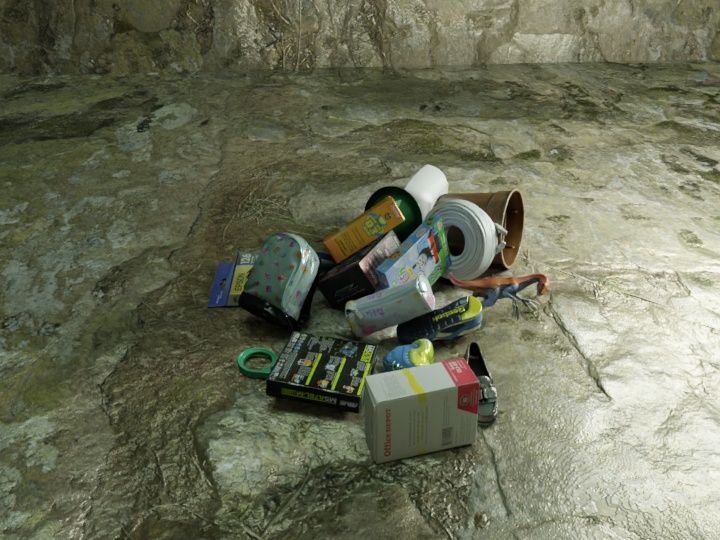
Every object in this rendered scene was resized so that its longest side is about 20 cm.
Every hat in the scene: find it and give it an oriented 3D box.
[{"bbox_3d":[0.034,-0.099,1.879,0.166,0.200,0.176,49,36,7],"label":"hat"}]

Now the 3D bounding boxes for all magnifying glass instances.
[{"bbox_3d":[-0.171,0.210,1.586,0.198,0.023,0.079,21,37,27],"label":"magnifying glass"}]

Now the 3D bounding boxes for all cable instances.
[{"bbox_3d":[0.236,-0.071,1.863,0.200,0.201,0.069,45,32,21],"label":"cable"}]

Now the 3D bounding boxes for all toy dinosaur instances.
[{"bbox_3d":[0.327,0.044,1.719,0.181,0.200,0.105,-40,10,21],"label":"toy dinosaur"}]

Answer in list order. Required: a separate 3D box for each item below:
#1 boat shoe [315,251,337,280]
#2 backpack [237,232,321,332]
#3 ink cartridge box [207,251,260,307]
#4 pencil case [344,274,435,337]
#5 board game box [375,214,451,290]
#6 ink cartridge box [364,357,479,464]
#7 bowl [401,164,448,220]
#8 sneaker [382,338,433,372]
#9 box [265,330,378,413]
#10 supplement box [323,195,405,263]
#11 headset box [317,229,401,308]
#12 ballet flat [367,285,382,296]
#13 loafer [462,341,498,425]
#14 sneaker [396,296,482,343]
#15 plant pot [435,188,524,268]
[{"bbox_3d":[-0.116,-0.005,1.877,0.198,0.073,0.072,8,17,-40],"label":"boat shoe"},{"bbox_3d":[-0.174,0.019,1.718,0.166,0.127,0.202,23,81,22],"label":"backpack"},{"bbox_3d":[-0.267,0.017,1.881,0.197,0.047,0.198,1,33,-2],"label":"ink cartridge box"},{"bbox_3d":[0.064,0.077,1.666,0.198,0.091,0.084,-20,48,19],"label":"pencil case"},{"bbox_3d":[0.127,-0.009,1.757,0.036,0.152,0.200,27,61,38],"label":"board game box"},{"bbox_3d":[0.108,0.255,1.390,0.197,0.147,0.084,-9,31,-13],"label":"ink cartridge box"},{"bbox_3d":[0.173,-0.162,2.011,0.074,0.202,0.200,14,34,21],"label":"bowl"},{"bbox_3d":[0.095,0.214,1.542,0.104,0.077,0.200,-8,23,11],"label":"sneaker"},{"bbox_3d":[-0.074,0.201,1.547,0.191,0.048,0.200,11,26,6],"label":"box"},{"bbox_3d":[0.008,-0.099,1.837,0.199,0.067,0.069,-34,9,0],"label":"supplement box"},{"bbox_3d":[0.000,0.000,1.806,0.148,0.078,0.200,-26,14,38],"label":"headset box"},{"bbox_3d":[0.068,0.038,1.812,0.068,0.072,0.200,20,36,19],"label":"ballet flat"},{"bbox_3d":[0.232,0.221,1.520,0.071,0.064,0.201,-2,32,-1],"label":"loafer"},{"bbox_3d":[0.178,0.125,1.679,0.198,0.083,0.075,-16,52,11],"label":"sneaker"},{"bbox_3d":[0.300,-0.115,1.959,0.196,0.202,0.200,6,31,27],"label":"plant pot"}]
